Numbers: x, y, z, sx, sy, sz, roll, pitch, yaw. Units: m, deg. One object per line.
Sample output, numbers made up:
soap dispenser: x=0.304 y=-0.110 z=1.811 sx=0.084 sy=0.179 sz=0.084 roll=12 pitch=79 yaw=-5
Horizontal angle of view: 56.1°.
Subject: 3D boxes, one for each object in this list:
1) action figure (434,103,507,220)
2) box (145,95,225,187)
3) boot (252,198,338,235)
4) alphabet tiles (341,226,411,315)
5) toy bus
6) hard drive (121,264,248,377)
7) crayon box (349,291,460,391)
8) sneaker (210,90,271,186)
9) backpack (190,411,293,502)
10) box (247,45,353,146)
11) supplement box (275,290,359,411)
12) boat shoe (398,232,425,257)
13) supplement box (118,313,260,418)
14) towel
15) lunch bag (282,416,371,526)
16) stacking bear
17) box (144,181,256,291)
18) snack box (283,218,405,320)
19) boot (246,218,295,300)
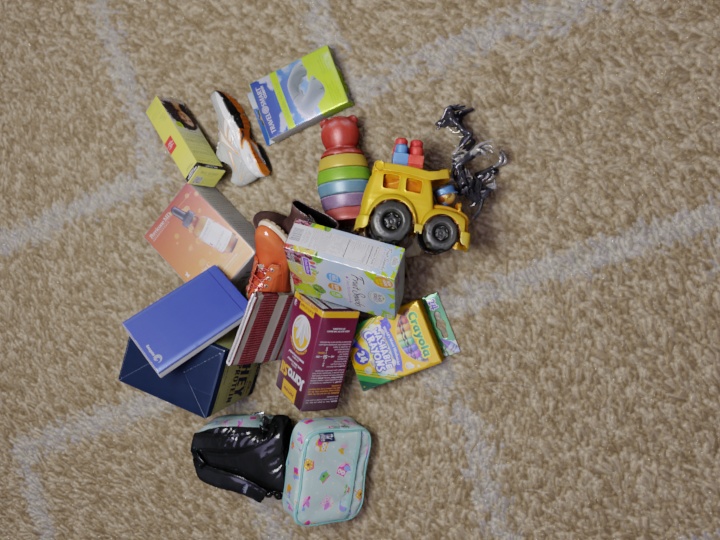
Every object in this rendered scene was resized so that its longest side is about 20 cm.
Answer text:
action figure: x=0.204 y=-0.198 z=1.207 sx=0.101 sy=0.119 sz=0.202 roll=-20 pitch=82 yaw=21
box: x=-0.351 y=-0.258 z=1.352 sx=0.050 sy=0.075 sz=0.201 roll=-44 pitch=68 yaw=26
boot: x=-0.122 y=-0.091 z=1.272 sx=0.199 sy=0.167 sz=0.073 roll=31 pitch=64 yaw=12
alphabet tiles: x=0.000 y=0.000 z=1.301 sx=0.199 sy=0.008 sz=0.169 roll=-17 pitch=88 yaw=32
toy bus: x=0.101 y=-0.130 z=1.173 sx=0.198 sy=0.136 sz=0.194 roll=11 pitch=87 yaw=0
hard drive: x=-0.311 y=0.087 z=1.226 sx=0.199 sy=0.025 sz=0.132 roll=-35 pitch=61 yaw=-22
crayon box: x=0.075 y=0.136 z=1.292 sx=0.199 sy=0.052 sz=0.127 roll=-23 pitch=87 yaw=15
sneaker: x=-0.264 y=-0.262 z=1.357 sx=0.091 sy=0.076 sz=0.201 roll=-28 pitch=84 yaw=20
backpack: x=-0.234 y=0.361 z=1.352 sx=0.198 sy=0.127 sz=0.169 roll=-1 pitch=91 yaw=13
box: x=-0.126 y=-0.340 z=1.326 sx=0.198 sy=0.048 sz=0.123 roll=-22 pitch=87 yaw=15
supplement box: x=-0.084 y=0.151 z=1.285 sx=0.110 sy=0.085 sz=0.202 roll=31 pitch=112 yaw=51
boat shoe: x=0.077 y=-0.124 z=1.267 sx=0.064 sy=0.071 sz=0.202 roll=-9 pitch=92 yaw=15
supplement box: x=-0.321 y=0.169 z=1.328 sx=0.198 sy=0.200 sz=0.136 roll=20 pitch=98 yaw=14
towel: x=-0.170 y=0.108 z=1.284 sx=0.023 sy=0.200 sz=0.145 roll=25 pitch=99 yaw=26
lunch bag: x=-0.059 y=0.380 z=1.297 sx=0.159 sy=0.077 sz=0.202 roll=6 pitch=98 yaw=-29
stacking bear: x=-0.031 y=-0.191 z=1.279 sx=0.120 sy=0.114 sz=0.202 roll=-7 pitch=87 yaw=16
box: x=-0.302 y=-0.054 z=1.360 sx=0.200 sy=0.106 sz=0.152 roll=44 pitch=103 yaw=9
snack box: x=-0.024 y=0.002 z=1.187 sx=0.198 sy=0.169 sz=0.068 roll=14 pitch=64 yaw=11
boot: x=-0.175 y=0.003 z=1.275 sx=0.075 sy=0.107 sz=0.201 roll=20 pitch=136 yaw=29
